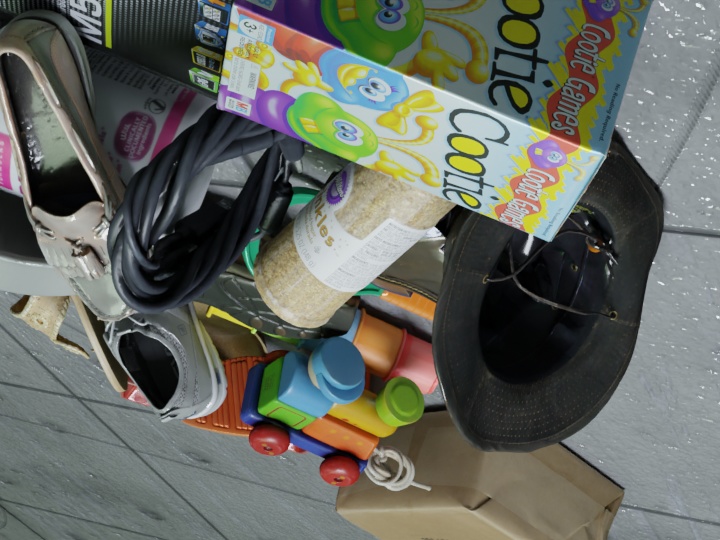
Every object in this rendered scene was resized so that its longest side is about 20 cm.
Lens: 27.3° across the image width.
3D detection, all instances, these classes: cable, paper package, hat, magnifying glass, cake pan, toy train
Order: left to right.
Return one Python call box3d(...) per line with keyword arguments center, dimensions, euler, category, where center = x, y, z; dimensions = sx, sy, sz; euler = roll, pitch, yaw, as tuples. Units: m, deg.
box3d(center=(-0.235, -0.048, 1.042), dimensions=(0.198, 0.201, 0.037), euler=(21, 120, 1), category="cake pan")
box3d(center=(-0.080, -0.050, 0.903), dimensions=(0.051, 0.200, 0.164), euler=(43, 115, 11), category="cable")
box3d(center=(0.000, 0.000, 1.098), dimensions=(0.198, 0.080, 0.022), euler=(24, -169, -26), category="magnifying glass")
box3d(center=(0.013, 0.121, 1.197), dimensions=(0.198, 0.086, 0.115), euler=(27, 144, -25), category="toy train")
box3d(center=(0.110, 0.215, 1.382), dimensions=(0.190, 0.105, 0.199), euler=(35, 151, -29), category="paper package")
box3d(center=(0.094, 0.006, 0.908), dimensions=(0.081, 0.202, 0.201), euler=(26, 166, 46), category="hat")

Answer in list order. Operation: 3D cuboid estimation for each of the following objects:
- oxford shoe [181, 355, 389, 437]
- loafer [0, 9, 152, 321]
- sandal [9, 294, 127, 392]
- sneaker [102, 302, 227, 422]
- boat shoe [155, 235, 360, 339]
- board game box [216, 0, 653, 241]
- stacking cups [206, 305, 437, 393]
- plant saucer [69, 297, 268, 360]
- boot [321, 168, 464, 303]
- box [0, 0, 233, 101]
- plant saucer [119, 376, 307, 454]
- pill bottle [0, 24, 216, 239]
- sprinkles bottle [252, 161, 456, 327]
box3d(center=(-0.066, 0.117, 1.307), dimensions=(0.197, 0.072, 0.073), euler=(-1, 161, -4), category="oxford shoe")
box3d(center=(-0.183, -0.055, 0.909), dimensions=(0.071, 0.063, 0.203), euler=(-10, 110, 14), category="loafer")
box3d(center=(-0.258, 0.011, 1.212), dimensions=(0.069, 0.078, 0.214), euler=(-17, 113, 3), category="sandal")
box3d(center=(-0.174, 0.028, 1.179), dimensions=(0.074, 0.082, 0.201), euler=(-32, 87, 20), category="sneaker")
box3d(center=(-0.093, -0.009, 1.137), dimensions=(0.197, 0.075, 0.076), euler=(19, 149, -8), category="boat shoe")
box3d(center=(0.037, -0.115, 0.784), dimensions=(0.198, 0.106, 0.103), euler=(22, 155, -1), category="board game box")
box3d(center=(-0.026, 0.050, 1.211), dimensions=(0.198, 0.061, 0.061), euler=(25, 155, -6), category="stacking cups")
box3d(center=(-0.168, 0.031, 1.316), dimensions=(0.198, 0.036, 0.201), euler=(18, 155, 9), category="plant saucer")
box3d(center=(0.064, -0.019, 0.988), dimensions=(0.198, 0.075, 0.097), euler=(8, 155, 31), category="boot")
box3d(center=(-0.143, -0.192, 0.844), dimensions=(0.191, 0.048, 0.200), euler=(21, 155, -2), category="box")
box3d(center=(-0.132, 0.128, 1.424), dimensions=(0.197, 0.037, 0.200), euler=(18, 169, -6), category="plant saucer")
box3d(center=(-0.200, -0.099, 0.992), dimensions=(0.198, 0.114, 0.114), euler=(20, 155, 4), category="pill bottle")
box3d(center=(0.011, -0.039, 0.925), dimensions=(0.068, 0.069, 0.200), euler=(31, 133, -20), category="sprinkles bottle")
